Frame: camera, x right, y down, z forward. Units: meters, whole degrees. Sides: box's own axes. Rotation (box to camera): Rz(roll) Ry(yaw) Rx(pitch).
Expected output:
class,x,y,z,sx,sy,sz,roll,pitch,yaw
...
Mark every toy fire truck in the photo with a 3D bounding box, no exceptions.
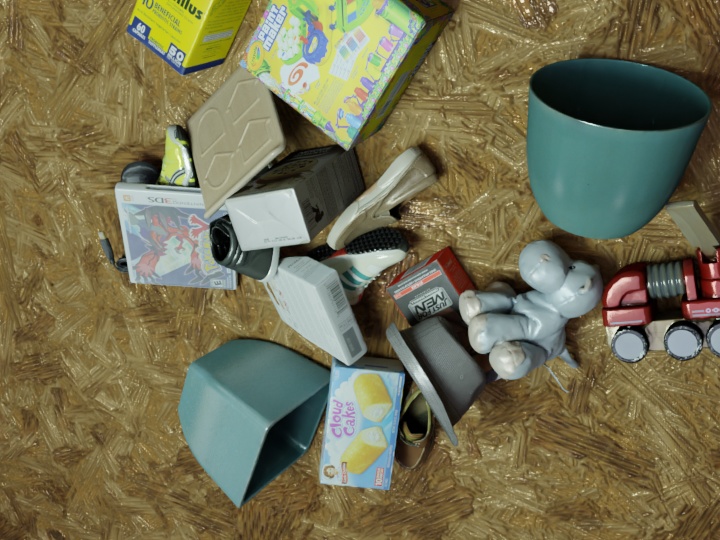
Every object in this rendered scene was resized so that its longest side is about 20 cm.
class,x,y,z,sx,sy,sz,roll,pitch,yaw
toy fire truck,0.391,0.009,0.973,0.175,0.129,0.201,-6,98,28

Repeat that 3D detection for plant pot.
class,x,y,z,sx,sy,sz,roll,pitch,yaw
plant pot,-0.194,0.229,1.307,0.199,0.196,0.197,34,123,19
plant pot,0.288,-0.137,0.911,0.199,0.201,0.162,15,129,19

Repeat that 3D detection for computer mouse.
class,x,y,z,sx,sy,sz,roll,pitch,yaw
computer mouse,-0.383,-0.091,1.318,0.139,0.046,0.201,-10,117,2

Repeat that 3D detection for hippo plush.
class,x,y,z,sx,sy,sz,roll,pitch,yaw
hippo plush,0.245,0.054,1.030,0.200,0.159,0.161,39,123,6

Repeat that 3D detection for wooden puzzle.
class,x,y,z,sx,sy,sz,roll,pitch,yaw
wooden puzzle,-0.180,-0.199,1.142,0.185,0.046,0.201,-35,56,33

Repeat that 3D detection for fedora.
class,x,y,z,sx,sy,sz,roll,pitch,yaw
fedora,0.117,0.139,1.081,0.090,0.177,0.201,-32,121,0

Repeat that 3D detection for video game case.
class,x,y,z,sx,sy,sz,roll,pitch,yaw
video game case,-0.293,-0.051,1.251,0.181,0.023,0.201,4,133,-2

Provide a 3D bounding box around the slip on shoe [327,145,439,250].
class,x,y,z,sx,sy,sz,roll,pitch,yaw
slip on shoe,0.031,-0.090,1.114,0.061,0.076,0.200,48,111,6

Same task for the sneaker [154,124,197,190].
class,x,y,z,sx,sy,sz,roll,pitch,yaw
sneaker,-0.299,-0.134,1.233,0.076,0.076,0.201,-3,120,-9

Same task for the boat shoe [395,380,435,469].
class,x,y,z,sx,sy,sz,roll,pitch,yaw
boat shoe,0.084,0.250,1.248,0.072,0.068,0.201,17,119,16

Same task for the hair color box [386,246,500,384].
class,x,y,z,sx,sy,sz,roll,pitch,yaw
hair color box,0.138,0.077,1.150,0.101,0.061,0.201,-31,97,32

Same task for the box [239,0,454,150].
class,x,y,z,sx,sy,sz,roll,pitch,yaw
box,-0.020,-0.306,1.017,0.192,0.122,0.200,39,123,5

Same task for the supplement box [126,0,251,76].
class,x,y,z,sx,sy,sz,roll,pitch,yaw
supplement box,-0.225,-0.395,1.083,0.109,0.110,0.200,37,122,6

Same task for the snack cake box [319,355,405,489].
class,x,y,z,sx,sy,sz,roll,pitch,yaw
snack cake box,0.000,0.242,1.238,0.114,0.067,0.201,6,103,-5

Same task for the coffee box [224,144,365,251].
class,x,y,z,sx,sy,sz,roll,pitch,yaw
coffee box,-0.086,-0.108,1.091,0.112,0.200,0.080,-6,113,27

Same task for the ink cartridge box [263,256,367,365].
class,x,y,z,sx,sy,sz,roll,pitch,yaw
ink cartridge box,-0.084,0.044,1.209,0.200,0.047,0.161,27,147,48

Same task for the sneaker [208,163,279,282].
class,x,y,z,sx,sy,sz,roll,pitch,yaw
sneaker,-0.174,-0.088,1.157,0.070,0.099,0.201,-16,69,42

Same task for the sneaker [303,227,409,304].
class,x,y,z,sx,sy,sz,roll,pitch,yaw
sneaker,-0.001,0.000,1.184,0.199,0.070,0.094,-13,118,32
